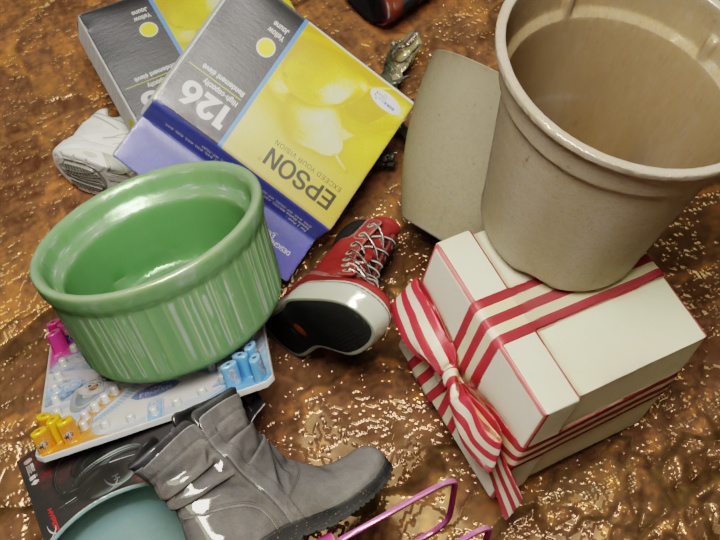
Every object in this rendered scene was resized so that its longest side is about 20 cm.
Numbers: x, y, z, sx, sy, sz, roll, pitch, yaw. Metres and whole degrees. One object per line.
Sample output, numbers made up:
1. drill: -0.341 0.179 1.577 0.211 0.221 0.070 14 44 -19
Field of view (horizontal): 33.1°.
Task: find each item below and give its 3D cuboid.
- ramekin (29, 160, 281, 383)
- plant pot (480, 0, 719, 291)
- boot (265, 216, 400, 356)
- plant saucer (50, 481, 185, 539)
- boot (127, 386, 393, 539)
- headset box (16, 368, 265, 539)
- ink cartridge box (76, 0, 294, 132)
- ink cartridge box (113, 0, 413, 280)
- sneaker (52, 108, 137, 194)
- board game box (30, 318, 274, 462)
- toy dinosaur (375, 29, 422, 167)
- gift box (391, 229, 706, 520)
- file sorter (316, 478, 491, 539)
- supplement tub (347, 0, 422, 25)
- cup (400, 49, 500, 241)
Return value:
1. ramekin: -0.161 0.002 1.002 0.199 0.098 0.200 -14 31 9
2. plant pot: 0.171 -0.089 0.883 0.199 0.184 0.201 6 54 -8
3. boot: 0.000 0.000 1.039 0.072 0.200 0.144 46 71 -13
4. plant saucer: -0.158 0.248 0.911 0.200 0.201 0.036 -36 22 -13
5. boot: -0.067 0.141 0.901 0.200 0.070 0.132 -27 84 -50
6. headset box: -0.166 0.159 0.993 0.199 0.077 0.149 -33 29 -10
7. ink cartridge box: -0.139 -0.192 1.148 0.197 0.047 0.201 -24 66 -20
8. ink cartridge box: -0.085 -0.129 1.093 0.197 0.047 0.201 36 76 -13
9. sneaker: -0.194 -0.112 1.169 0.199 0.078 0.100 20 63 12
10. board game box: -0.180 0.068 1.037 0.199 0.026 0.200 -19 28 -1
11. toy dinosaur: 0.015 -0.142 1.186 0.088 0.048 0.200 34 76 22
12. gift box: 0.141 0.075 0.995 0.186 0.201 0.185 -20 58 -23
13. file sorter: 0.069 0.280 0.920 0.125 0.139 0.201 -26 65 -12
14. supplement tub: 0.070 -0.347 1.246 0.200 0.107 0.107 -37 67 -14
15. cup: 0.115 -0.083 1.083 0.200 0.200 0.144 32 94 18
